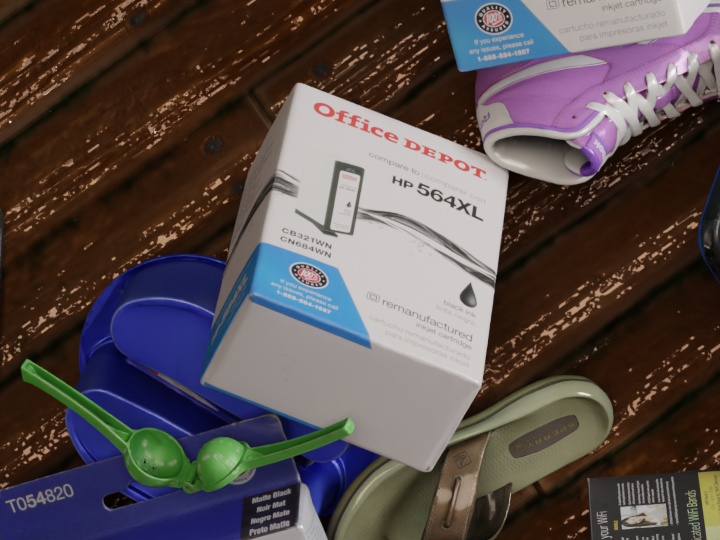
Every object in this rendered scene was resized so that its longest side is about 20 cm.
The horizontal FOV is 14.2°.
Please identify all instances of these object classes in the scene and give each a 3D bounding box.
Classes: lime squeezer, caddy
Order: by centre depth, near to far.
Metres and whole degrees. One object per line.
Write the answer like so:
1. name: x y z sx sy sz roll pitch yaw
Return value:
1. lime squeezer: -0.095 0.094 1.651 0.199 0.038 0.071 10 115 17
2. caddy: -0.081 0.079 1.745 0.199 0.105 0.142 30 109 2

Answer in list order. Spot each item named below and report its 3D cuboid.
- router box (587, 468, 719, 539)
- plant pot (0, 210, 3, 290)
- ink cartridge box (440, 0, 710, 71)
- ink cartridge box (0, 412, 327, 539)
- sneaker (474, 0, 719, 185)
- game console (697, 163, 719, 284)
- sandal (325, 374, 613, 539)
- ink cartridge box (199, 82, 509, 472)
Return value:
1. router box: 0.212 0.186 1.664 0.156 0.200 0.053 -3 117 5
2. plant pot: -0.335 0.049 1.733 0.176 0.200 0.201 1 85 18
3. ink cartridge box: 0.117 -0.242 1.687 0.146 0.145 0.201 -8 109 24
4. ink cartridge box: -0.105 0.202 1.708 0.198 0.041 0.201 -17 108 15
5. sneaker: 0.168 -0.099 1.734 0.199 0.073 0.115 -10 42 12
6. game console: 0.300 -0.045 1.684 0.118 0.171 0.201 0 54 35
7. sandal: 0.065 0.131 1.733 0.200 0.080 0.057 -31 45 0
8. ink cartridge box: 0.000 0.000 1.684 0.145 0.201 0.085 21 130 -10
